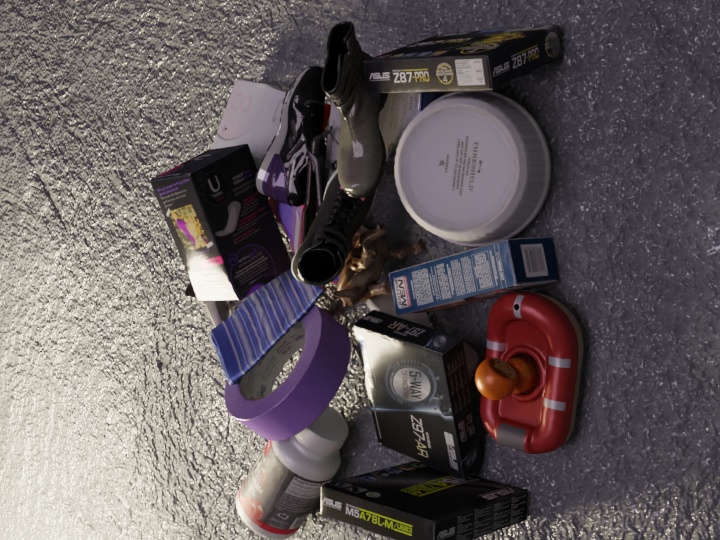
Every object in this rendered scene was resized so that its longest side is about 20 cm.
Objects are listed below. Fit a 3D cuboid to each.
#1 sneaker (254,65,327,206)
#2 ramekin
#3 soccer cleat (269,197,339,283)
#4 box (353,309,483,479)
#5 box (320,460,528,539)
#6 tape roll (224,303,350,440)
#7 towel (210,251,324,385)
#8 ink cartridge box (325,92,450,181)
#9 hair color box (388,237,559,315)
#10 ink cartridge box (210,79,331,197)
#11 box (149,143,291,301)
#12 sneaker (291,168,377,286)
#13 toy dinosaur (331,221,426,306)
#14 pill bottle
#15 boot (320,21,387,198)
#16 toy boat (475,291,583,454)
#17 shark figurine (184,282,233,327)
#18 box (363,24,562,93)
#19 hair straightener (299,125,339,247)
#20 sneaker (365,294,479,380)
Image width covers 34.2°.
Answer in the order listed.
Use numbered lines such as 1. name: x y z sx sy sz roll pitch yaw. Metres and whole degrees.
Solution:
1. sneaker: -0.072 -0.189 1.679 0.087 0.076 0.202 25 99 29
2. ramekin: 0.133 -0.128 1.467 0.200 0.094 0.205 2 96 20
3. soccer cleat: -0.073 -0.064 1.726 0.201 0.066 0.077 55 129 35
4. box: 0.077 0.164 1.553 0.159 0.043 0.202 17 129 42
5. box: 0.082 0.298 1.500 0.192 0.199 0.048 5 96 44
6. tape roll: -0.107 0.143 1.698 0.199 0.066 0.201 -34 34 27
7. towel: -0.142 0.065 1.741 0.200 0.024 0.145 -46 32 9
8. ink cartridge box: 0.050 -0.192 1.603 0.199 0.076 0.138 15 102 43
9. hair color box: 0.144 0.009 1.503 0.199 0.099 0.061 -16 82 43
10. ink cartridge box: -0.145 -0.197 1.770 0.199 0.057 0.164 18 87 51
11. box: -0.203 -0.068 1.721 0.105 0.122 0.202 -2 114 45
12. sneaker: -0.026 -0.061 1.545 0.201 0.070 0.099 -61 13 7
13. toy dinosaur: 0.000 0.000 1.611 0.086 0.201 0.135 46 135 -16
14. pill bottle: -0.097 0.293 1.730 0.111 0.110 0.201 49 122 31
15. boot: -0.019 -0.205 1.495 0.067 0.131 0.202 -3 70 24
16. toy boat: 0.191 0.127 1.440 0.130 0.130 0.202 11 99 42
17. shark figurine: -0.236 0.053 1.874 0.128 0.089 0.217 -23 74 43
18. box: 0.128 -0.264 1.468 0.199 0.161 0.050 6 113 43
19. hair straightener: -0.042 -0.100 1.633 0.076 0.041 0.202 11 100 28
20. sneaker: 0.071 0.105 1.600 0.200 0.075 0.089 41 131 34
